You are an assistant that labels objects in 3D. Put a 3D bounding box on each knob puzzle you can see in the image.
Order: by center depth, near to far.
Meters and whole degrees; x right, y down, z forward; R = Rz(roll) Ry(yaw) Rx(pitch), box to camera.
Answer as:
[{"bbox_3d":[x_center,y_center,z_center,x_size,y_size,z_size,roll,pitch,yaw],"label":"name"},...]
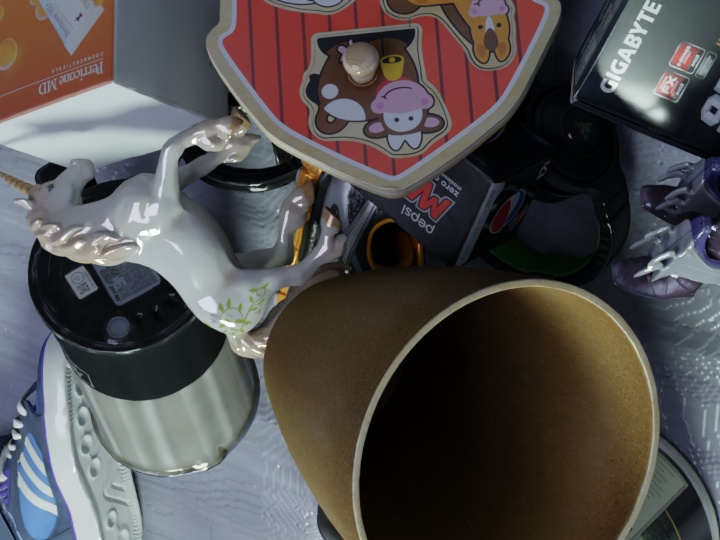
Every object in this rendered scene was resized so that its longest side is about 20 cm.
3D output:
[{"bbox_3d":[0.012,-0.135,1.377,0.219,0.220,0.031,32,162,18],"label":"knob puzzle"}]

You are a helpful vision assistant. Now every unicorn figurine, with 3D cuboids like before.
[{"bbox_3d":[-0.101,-0.027,1.444,0.137,0.074,0.200,-43,91,7],"label":"unicorn figurine"}]

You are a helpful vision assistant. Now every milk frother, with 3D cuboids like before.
[{"bbox_3d":[-0.098,0.002,1.592,0.188,0.198,0.182,78,178,-62],"label":"milk frother"}]

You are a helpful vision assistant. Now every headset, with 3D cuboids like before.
[{"bbox_3d":[0.096,-0.085,1.460,0.123,0.094,0.201,8,130,39],"label":"headset"}]

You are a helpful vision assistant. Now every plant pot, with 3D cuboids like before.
[{"bbox_3d":[0.029,0.073,1.373,0.200,0.185,0.188,25,129,57],"label":"plant pot"}]

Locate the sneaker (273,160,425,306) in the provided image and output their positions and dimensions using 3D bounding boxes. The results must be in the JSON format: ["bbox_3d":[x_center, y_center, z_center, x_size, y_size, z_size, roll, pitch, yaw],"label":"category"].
[{"bbox_3d":[0.000,0.000,1.524,0.077,0.078,0.201,35,145,25],"label":"sneaker"}]

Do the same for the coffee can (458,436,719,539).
[{"bbox_3d":[0.105,0.189,1.483,0.145,0.200,0.148,15,120,28],"label":"coffee can"}]

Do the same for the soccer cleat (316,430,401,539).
[{"bbox_3d":[0.025,0.121,1.509,0.068,0.200,0.074,24,128,8],"label":"soccer cleat"}]

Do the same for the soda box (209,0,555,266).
[{"bbox_3d":[0.010,-0.093,1.422,0.200,0.063,0.071,40,130,21],"label":"soda box"}]

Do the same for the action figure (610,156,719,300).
[{"bbox_3d":[0.206,-0.049,1.264,0.069,0.131,0.200,18,150,-19],"label":"action figure"}]

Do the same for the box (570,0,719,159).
[{"bbox_3d":[0.220,-0.144,1.306,0.158,0.046,0.201,21,127,-9],"label":"box"}]

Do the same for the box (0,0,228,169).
[{"bbox_3d":[-0.154,-0.177,1.500,0.124,0.097,0.202,-16,68,38],"label":"box"}]

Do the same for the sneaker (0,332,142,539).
[{"bbox_3d":[-0.237,0.124,1.766,0.145,0.081,0.202,7,120,28],"label":"sneaker"}]
